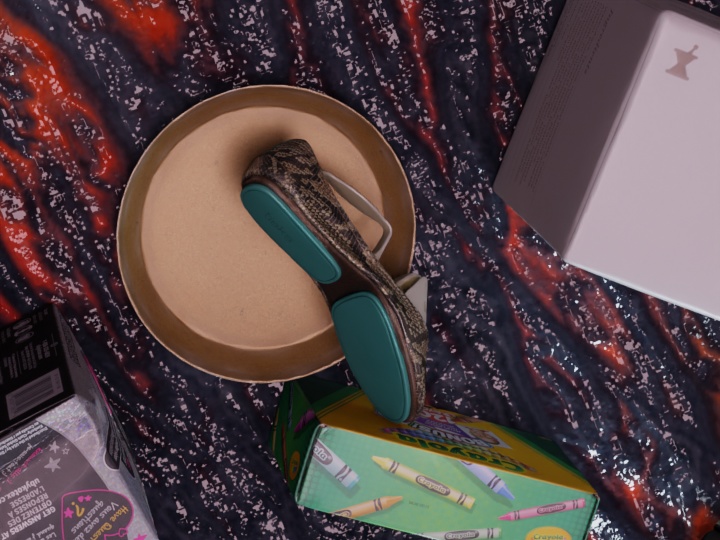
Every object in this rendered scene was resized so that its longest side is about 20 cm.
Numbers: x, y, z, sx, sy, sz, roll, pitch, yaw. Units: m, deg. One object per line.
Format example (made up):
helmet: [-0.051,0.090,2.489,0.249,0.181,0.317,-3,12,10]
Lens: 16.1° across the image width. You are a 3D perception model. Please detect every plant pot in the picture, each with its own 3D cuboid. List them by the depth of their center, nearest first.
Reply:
plant pot: [-0.063,-0.025,1.677,0.198,0.027,0.202,-3,104,-11]

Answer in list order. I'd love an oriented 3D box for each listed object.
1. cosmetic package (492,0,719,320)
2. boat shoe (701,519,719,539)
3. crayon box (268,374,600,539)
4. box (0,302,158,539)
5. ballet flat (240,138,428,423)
cosmetic package: [0.206,-0.078,1.624,0.166,0.200,0.167,20,100,-14]
boat shoe: [0.277,0.270,1.793,0.063,0.074,0.202,-27,112,-11]
crayon box: [0.046,0.133,1.690,0.199,0.119,0.059,15,101,-15]
box: [-0.213,0.122,1.594,0.132,0.200,0.115,-28,109,-3]
ballet flat: [0.000,0.000,1.648,0.075,0.068,0.201,-41,104,-34]
